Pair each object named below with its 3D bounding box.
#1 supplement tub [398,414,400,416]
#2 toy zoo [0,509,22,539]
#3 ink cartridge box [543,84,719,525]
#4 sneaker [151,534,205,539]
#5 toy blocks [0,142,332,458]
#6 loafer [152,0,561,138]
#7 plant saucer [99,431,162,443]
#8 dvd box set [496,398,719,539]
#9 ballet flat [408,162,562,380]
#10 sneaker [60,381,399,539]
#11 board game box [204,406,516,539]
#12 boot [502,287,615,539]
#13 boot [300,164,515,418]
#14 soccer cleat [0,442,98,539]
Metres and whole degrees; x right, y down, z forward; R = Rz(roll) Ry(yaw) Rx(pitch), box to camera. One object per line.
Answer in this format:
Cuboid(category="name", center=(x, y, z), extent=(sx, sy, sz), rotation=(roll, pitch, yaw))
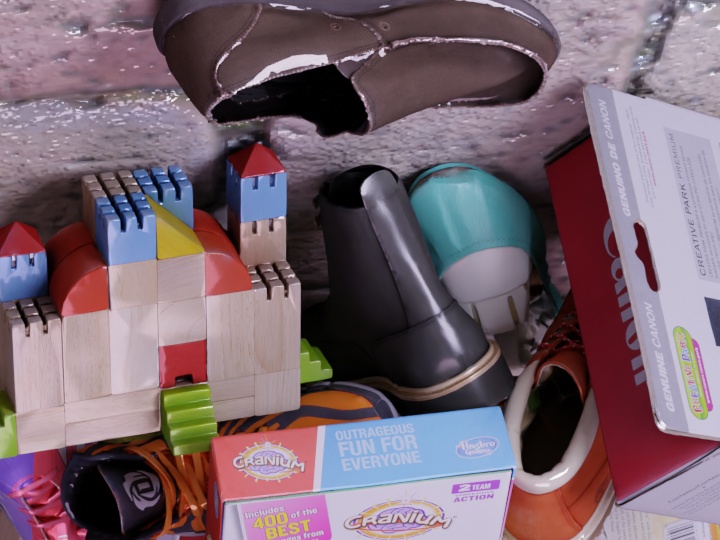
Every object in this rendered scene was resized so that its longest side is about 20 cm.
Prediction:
Cuboid(category="supplement tub", center=(-0.012, 0.164, 1.772), extent=(0.145, 0.146, 0.200), rotation=(8, 147, -32))
Cuboid(category="toy zoo", center=(-0.179, 0.198, 1.789), extent=(0.020, 0.132, 0.200), rotation=(25, -177, 25))
Cuboid(category="ink cartridge box", center=(0.168, 0.021, 1.505), extent=(0.175, 0.201, 0.084), rotation=(13, 145, -38))
Cuboid(category="sneaker", center=(-0.064, 0.196, 1.674), extent=(0.071, 0.112, 0.201), rotation=(-31, 139, -39))
Cuboid(category="toy blocks", center=(-0.109, 0.011, 1.479), extent=(0.199, 0.100, 0.137), rotation=(-9, 120, -16))
Cuboid(category="loafer", center=(0.001, -0.090, 1.378), extent=(0.199, 0.071, 0.073), rotation=(-1, 151, -18))
Cuboid(category="plant saucer", center=(-0.155, 0.062, 1.635), extent=(0.199, 0.048, 0.200), rotation=(-22, 151, 20))
Cuboid(category="dvd box set", center=(0.117, 0.137, 1.679), extent=(0.199, 0.147, 0.029), rotation=(-16, -163, -22))
Cuboid(category="ballet flat", center=(0.077, 0.012, 1.597), extent=(0.067, 0.071, 0.200), rotation=(-19, 151, 8))
Cuboid(category="sneaker", center=(-0.076, 0.113, 1.541), extent=(0.200, 0.078, 0.112), rotation=(-20, 174, 37))
Cuboid(category="board game box", center=(-0.005, 0.154, 1.529), extent=(0.152, 0.040, 0.200), rotation=(-5, 141, -11))
Cuboid(category="boot", center=(0.125, 0.050, 1.556), extent=(0.075, 0.201, 0.107), rotation=(15, 156, 17))
Cuboid(category="boot", center=(0.000, 0.000, 1.561), extent=(0.077, 0.139, 0.200), rotation=(-34, -161, -24))
Cuboid(category="soccer cleat", center=(-0.167, 0.130, 1.627), extent=(0.068, 0.073, 0.200), rotation=(-14, 152, 10))
